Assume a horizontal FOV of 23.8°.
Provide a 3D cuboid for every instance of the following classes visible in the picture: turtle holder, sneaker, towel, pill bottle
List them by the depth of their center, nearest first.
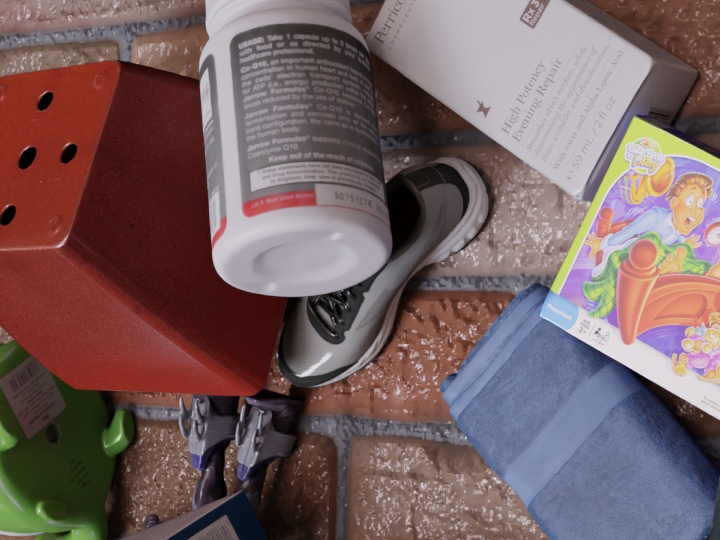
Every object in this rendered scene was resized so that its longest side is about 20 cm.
[{"bbox_3d":[0.143,0.111,1.067,0.112,0.048,0.200,-50,61,19],"label":"towel"},{"bbox_3d":[-0.045,-0.095,1.094,0.113,0.114,0.201,-22,62,33],"label":"pill bottle"},{"bbox_3d":[0.000,0.000,1.158,0.074,0.079,0.200,50,116,24],"label":"sneaker"},{"bbox_3d":[-0.257,0.141,1.316,0.131,0.186,0.142,-13,48,34],"label":"turtle holder"}]

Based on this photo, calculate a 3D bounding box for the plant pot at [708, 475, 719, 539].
[{"bbox_3d":[0.302,0.154,0.880,0.199,0.141,0.142,-19,99,19],"label":"plant pot"}]

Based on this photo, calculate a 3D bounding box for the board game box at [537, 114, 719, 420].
[{"bbox_3d":[0.221,0.014,0.995,0.199,0.045,0.135,30,105,22],"label":"board game box"}]

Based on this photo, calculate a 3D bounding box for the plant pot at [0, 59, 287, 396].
[{"bbox_3d":[-0.170,-0.039,1.180,0.199,0.176,0.201,-2,66,39],"label":"plant pot"}]

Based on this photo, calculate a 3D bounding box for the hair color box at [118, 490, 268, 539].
[{"bbox_3d":[-0.159,0.221,1.181,0.199,0.100,0.061,-26,91,43],"label":"hair color box"}]

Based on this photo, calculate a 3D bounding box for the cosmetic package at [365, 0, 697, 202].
[{"bbox_3d":[0.105,-0.135,1.092,0.200,0.074,0.102,37,109,30],"label":"cosmetic package"}]

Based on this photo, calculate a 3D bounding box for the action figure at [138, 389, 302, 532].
[{"bbox_3d":[-0.101,0.181,1.230,0.129,0.069,0.202,12,98,31],"label":"action figure"}]
